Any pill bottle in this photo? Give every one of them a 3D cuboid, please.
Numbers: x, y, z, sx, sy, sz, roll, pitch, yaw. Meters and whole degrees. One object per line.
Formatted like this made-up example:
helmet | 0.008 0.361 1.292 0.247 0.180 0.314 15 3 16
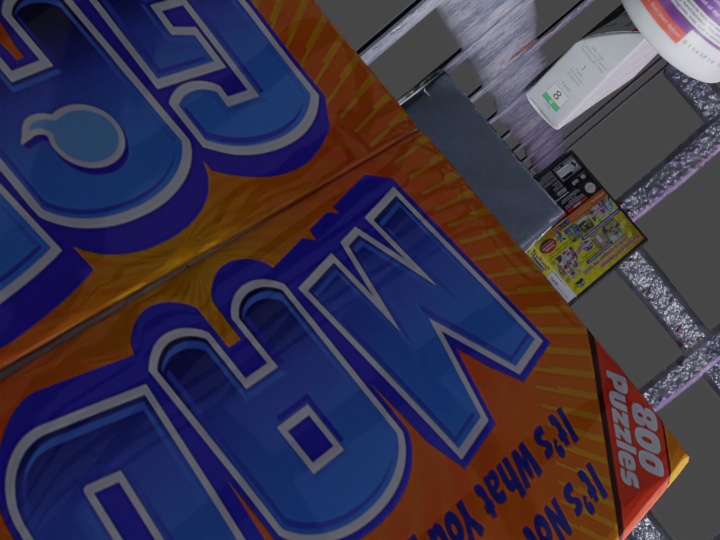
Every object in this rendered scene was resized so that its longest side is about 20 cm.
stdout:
pill bottle | 0.276 -0.228 1.316 0.200 0.112 0.111 -42 175 32

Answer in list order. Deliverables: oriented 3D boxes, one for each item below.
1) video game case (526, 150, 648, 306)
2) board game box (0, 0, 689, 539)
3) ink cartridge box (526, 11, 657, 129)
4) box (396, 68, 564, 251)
video game case | 0.312 -0.065 2.907 0.200 0.181 0.026 -36 173 -40
board game box | -0.092 0.054 0.434 0.200 0.200 0.200 -43 174 36
ink cartridge box | 0.246 -0.217 1.671 0.161 0.050 0.200 -34 169 -50
box | 0.000 0.000 1.243 0.196 0.124 0.200 -41 176 -13
